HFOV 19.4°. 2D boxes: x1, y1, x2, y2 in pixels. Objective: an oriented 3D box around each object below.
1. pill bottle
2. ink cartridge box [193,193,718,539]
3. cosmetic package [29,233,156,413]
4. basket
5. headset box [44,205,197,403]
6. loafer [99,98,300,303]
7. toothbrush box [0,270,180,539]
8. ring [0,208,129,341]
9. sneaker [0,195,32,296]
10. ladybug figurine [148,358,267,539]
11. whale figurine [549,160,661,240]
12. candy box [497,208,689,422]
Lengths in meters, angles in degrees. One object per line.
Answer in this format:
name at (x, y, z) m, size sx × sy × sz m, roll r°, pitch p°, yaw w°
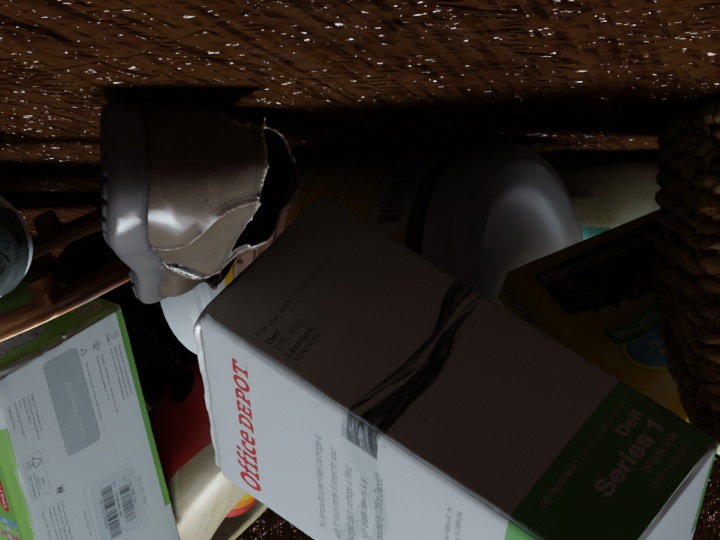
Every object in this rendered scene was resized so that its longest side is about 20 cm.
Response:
pill bottle at (0.000, 0.000, 1.025) m, size 0.200 × 0.113 × 0.112 m, roll -3°, pitch 178°, yaw 40°
ink cartridge box at (0.036, 0.079, 0.881) m, size 0.200 × 0.084 × 0.146 m, roll 33°, pitch 153°, yaw 20°
cosmetic package at (-0.193, 0.043, 1.284) m, size 0.200 × 0.052 × 0.151 m, roll 44°, pitch -168°, yaw 13°
basket at (0.225, 0.007, 0.886) m, size 0.199 × 0.150 × 0.143 m, roll -2°, pitch 178°, yaw -4°
headset box at (-0.095, 0.033, 1.345) m, size 0.149 × 0.075 × 0.200 m, roll 43°, pitch -170°, yaw 12°
loafer at (-0.059, -0.024, 0.843) m, size 0.071 × 0.073 × 0.200 m, roll 0°, pitch 178°, yaw 1°
toothbrush box at (-0.199, 0.076, 1.117) m, size 0.086 × 0.146 × 0.200 m, roll -29°, pitch -151°, yaw -34°
ring at (-0.149, -0.006, 1.009) m, size 0.200 × 0.019 × 0.200 m, roll -23°, pitch -167°, yaw 6°
sneaker at (-0.201, -0.026, 0.978) m, size 0.200 × 0.076 × 0.115 m, roll 7°, pitch -168°, yaw 37°
ladybug figurine at (-0.077, 0.096, 1.162) m, size 0.136 × 0.072 × 0.200 m, roll -38°, pitch 169°, yaw -36°
whale figurine at (0.104, -0.004, 1.112) m, size 0.199 × 0.104 × 0.159 m, roll 1°, pitch 179°, yaw 5°
candy box at (0.170, 0.010, 0.960) m, size 0.200 × 0.102 × 0.026 m, roll -22°, pitch 152°, yaw -30°
